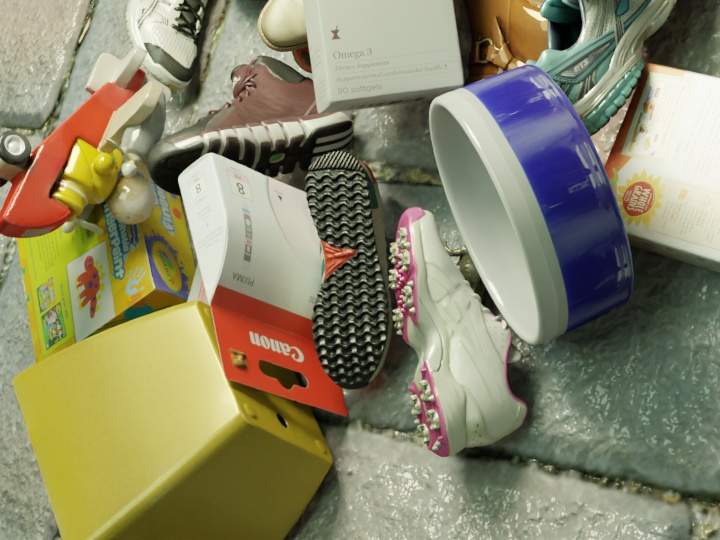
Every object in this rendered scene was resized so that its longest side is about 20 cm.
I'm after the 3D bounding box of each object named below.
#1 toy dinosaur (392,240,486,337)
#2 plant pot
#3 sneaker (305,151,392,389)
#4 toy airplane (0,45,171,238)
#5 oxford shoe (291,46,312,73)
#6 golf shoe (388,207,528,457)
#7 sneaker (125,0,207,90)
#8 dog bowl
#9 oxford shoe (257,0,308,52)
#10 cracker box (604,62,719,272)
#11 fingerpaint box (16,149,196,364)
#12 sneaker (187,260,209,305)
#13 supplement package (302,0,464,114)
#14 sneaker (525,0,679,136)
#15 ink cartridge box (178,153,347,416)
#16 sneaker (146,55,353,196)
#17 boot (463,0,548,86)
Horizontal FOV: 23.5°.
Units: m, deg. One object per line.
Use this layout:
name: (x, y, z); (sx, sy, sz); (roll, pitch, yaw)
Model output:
toy dinosaur: (0.069, 0.028, 1.431); (0.088, 0.047, 0.201); (11, 84, 35)
plant pot: (-0.145, 0.143, 1.469); (0.176, 0.200, 0.200); (-38, 52, 16)
sneaker: (0.000, 0.000, 1.484); (0.070, 0.093, 0.201); (-6, 89, 17)
toy airplane: (-0.236, -0.107, 1.590); (0.199, 0.141, 0.200); (-42, 7, 11)
oxford shoe: (-0.038, -0.275, 1.637); (0.073, 0.071, 0.201); (-21, 57, 60)
golf shoe: (0.076, 0.046, 1.377); (0.075, 0.091, 0.201); (130, 131, -73)
sneaker: (-0.183, -0.280, 1.742); (0.087, 0.076, 0.201); (-24, 59, 31)
dog bowl: (0.126, -0.050, 1.303); (0.079, 0.200, 0.200); (-22, 53, -7)
oxford shoe: (-0.009, -0.268, 1.548); (0.200, 0.074, 0.071); (-37, 91, 2)
cracker box: (0.278, -0.067, 1.282); (0.200, 0.058, 0.134); (21, 87, 44)
fingerpaint box: (-0.250, -0.015, 1.695); (0.167, 0.073, 0.201); (-34, 54, 26)
sneaker: (-0.096, -0.020, 1.567); (0.104, 0.075, 0.201); (1, 80, 42)
supplement package: (0.011, -0.240, 1.451); (0.116, 0.117, 0.201); (-8, 92, -5)
sneaker: (0.192, -0.205, 1.351); (0.078, 0.086, 0.200); (-35, 24, 56)
ink cartridge box: (-0.067, 0.011, 1.471); (0.057, 0.162, 0.201); (-37, 54, 26)
sneaker: (-0.115, -0.135, 1.557); (0.116, 0.199, 0.076); (59, 145, 31)
boot: (0.109, -0.197, 1.470); (0.200, 0.073, 0.155); (18, 95, 52)
